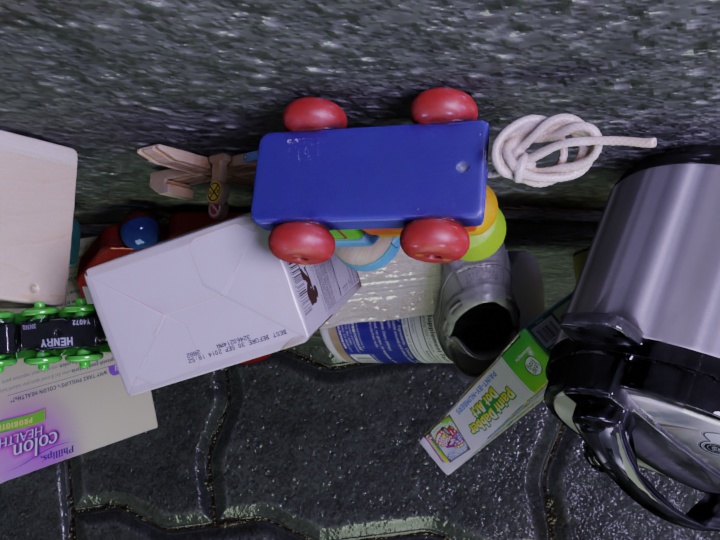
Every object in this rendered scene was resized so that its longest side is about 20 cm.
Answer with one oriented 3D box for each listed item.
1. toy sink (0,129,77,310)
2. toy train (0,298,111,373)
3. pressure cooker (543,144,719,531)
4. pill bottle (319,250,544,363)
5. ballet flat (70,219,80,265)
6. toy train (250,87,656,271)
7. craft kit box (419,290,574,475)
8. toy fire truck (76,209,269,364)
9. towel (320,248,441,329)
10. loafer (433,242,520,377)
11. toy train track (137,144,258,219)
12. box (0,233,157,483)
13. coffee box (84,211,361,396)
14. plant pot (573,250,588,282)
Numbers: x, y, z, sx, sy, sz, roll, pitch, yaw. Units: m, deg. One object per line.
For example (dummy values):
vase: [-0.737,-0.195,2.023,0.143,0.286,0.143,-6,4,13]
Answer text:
toy sink: [-0.299,-0.026,0.650,0.200,0.112,0.130,-4,170,39]
toy train: [-0.234,0.043,0.630,0.200,0.042,0.056,-5,179,17]
pressure cooker: [0.206,0.050,0.593,0.176,0.200,0.179,22,162,11]
pill bottle: [0.068,0.032,0.969,0.200,0.116,0.116,-3,171,29]
ballet flat: [-0.256,-0.032,0.762,0.072,0.072,0.200,4,172,-11]
toy train: [0.055,-0.036,0.526,0.200,0.085,0.116,-1,164,20]
craft kit box: [0.163,0.069,0.839,0.200,0.049,0.198,-30,165,-36]
toy fire truck: [-0.150,-0.003,0.890,0.200,0.112,0.168,2,149,-6]
towel: [0.000,0.000,0.812,0.200,0.034,0.133,-6,149,-6]
loafer: [0.095,0.045,0.813,0.070,0.070,0.200,-10,149,5]
toy train track: [-0.064,-0.058,0.640,0.200,0.033,0.115,-6,169,41]
box: [-0.305,0.076,0.941,0.097,0.200,0.176,-7,-174,42]
coffee box: [-0.076,0.006,0.644,0.113,0.080,0.200,-18,-175,10]
plant pot: [0.311,0.057,0.986,0.200,0.142,0.200,2,172,0]
